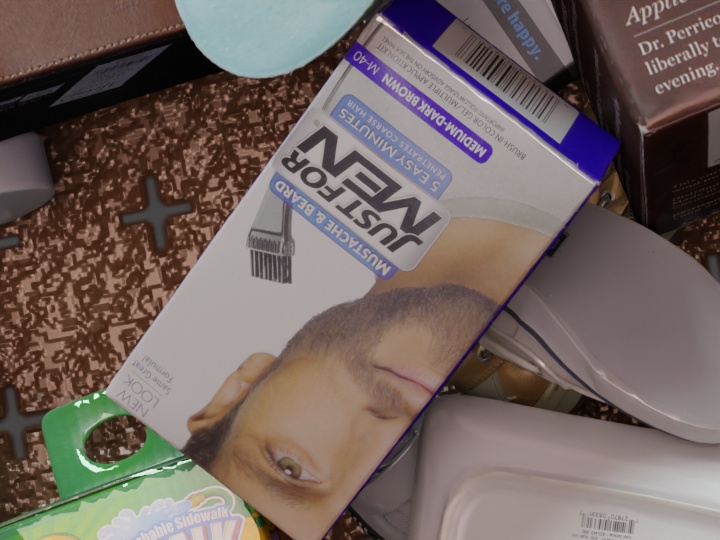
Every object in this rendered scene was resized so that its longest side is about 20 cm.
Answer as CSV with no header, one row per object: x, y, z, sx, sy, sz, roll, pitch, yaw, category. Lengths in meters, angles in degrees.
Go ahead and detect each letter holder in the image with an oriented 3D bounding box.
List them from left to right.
-0.120,-0.149,1.279,0.199,0.100,0.143,-20,84,-34,letter holder

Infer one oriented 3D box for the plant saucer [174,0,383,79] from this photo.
-0.009,-0.171,1.174,0.201,0.039,0.202,-20,65,51,plant saucer

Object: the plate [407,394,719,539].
0.096,0.161,1.206,0.199,0.032,0.201,8,88,27,plate

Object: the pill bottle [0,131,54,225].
-0.213,-0.115,1.340,0.113,0.114,0.201,-19,84,7,pill bottle

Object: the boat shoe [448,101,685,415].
0.096,-0.030,1.294,0.076,0.072,0.201,25,90,-26,boat shoe

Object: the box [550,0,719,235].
0.154,-0.148,1.202,0.165,0.164,0.201,-21,75,2,box

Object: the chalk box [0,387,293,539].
-0.083,0.146,1.297,0.124,0.124,0.201,-21,84,7,chalk box

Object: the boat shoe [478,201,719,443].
0.080,0.014,1.235,0.199,0.066,0.072,31,61,15,boat shoe

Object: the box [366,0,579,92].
0.082,-0.172,1.333,0.200,0.041,0.156,-35,82,4,box

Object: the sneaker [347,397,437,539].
-0.002,0.069,1.293,0.200,0.115,0.075,41,94,9,sneaker

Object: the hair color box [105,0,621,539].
0.000,0.000,1.178,0.109,0.065,0.200,37,113,1,hair color box
